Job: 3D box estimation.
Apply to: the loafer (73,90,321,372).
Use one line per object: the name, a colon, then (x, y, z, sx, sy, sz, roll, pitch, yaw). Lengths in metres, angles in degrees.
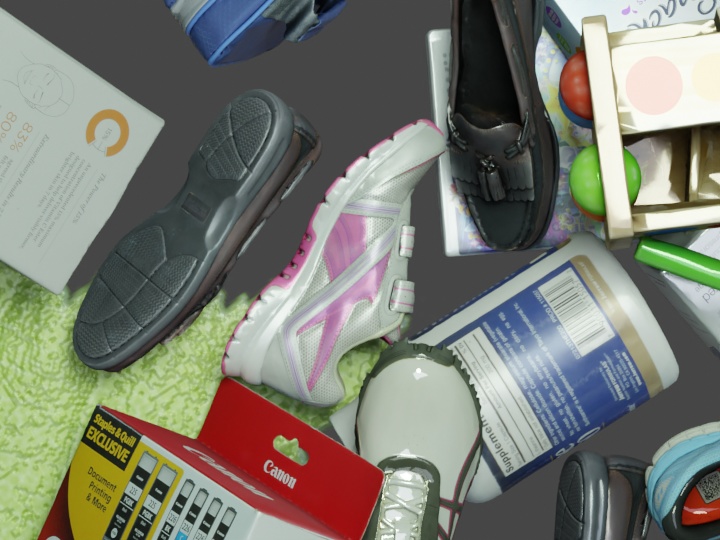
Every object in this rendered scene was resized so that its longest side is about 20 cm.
loafer: (-0.094, -0.015, 1.721, 0.200, 0.072, 0.063, -53, 139, 8)

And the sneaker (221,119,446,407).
sneaker: (0.000, 0.000, 1.741, 0.088, 0.081, 0.201, 34, 92, 0)

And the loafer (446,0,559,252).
loafer: (0.077, -0.106, 1.719, 0.071, 0.063, 0.202, 4, 105, 28)

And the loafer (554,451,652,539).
loafer: (0.154, 0.214, 1.751, 0.063, 0.072, 0.202, 4, 89, -17)

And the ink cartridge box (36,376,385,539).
ink cartridge box: (-0.096, 0.157, 1.656, 0.084, 0.200, 0.177, 23, 91, -37)

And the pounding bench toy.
pounding bench toy: (0.200, -0.047, 1.634, 0.155, 0.124, 0.202, -7, 87, 4)

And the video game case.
video game case: (0.145, -0.088, 1.788, 0.198, 0.018, 0.144, -5, 90, -6)

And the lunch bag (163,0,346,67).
lunch bag: (-0.057, -0.200, 1.673, 0.136, 0.200, 0.132, -42, 89, 15)

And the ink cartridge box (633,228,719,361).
ink cartridge box: (0.291, 0.021, 1.756, 0.145, 0.088, 0.200, -41, 100, 0)

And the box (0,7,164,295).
box: (-0.238, -0.094, 1.668, 0.200, 0.097, 0.125, 35, 85, -34)

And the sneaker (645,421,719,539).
sneaker: (0.261, 0.111, 1.677, 0.199, 0.090, 0.079, -34, 101, 17)

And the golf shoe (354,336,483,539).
golf shoe: (0.030, 0.141, 1.644, 0.077, 0.088, 0.201, 6, 112, 0)

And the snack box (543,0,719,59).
snack box: (0.192, -0.194, 1.756, 0.168, 0.068, 0.200, -36, 86, -8)

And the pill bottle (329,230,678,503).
pill bottle: (0.086, 0.072, 1.730, 0.199, 0.111, 0.111, -32, 92, -2)
